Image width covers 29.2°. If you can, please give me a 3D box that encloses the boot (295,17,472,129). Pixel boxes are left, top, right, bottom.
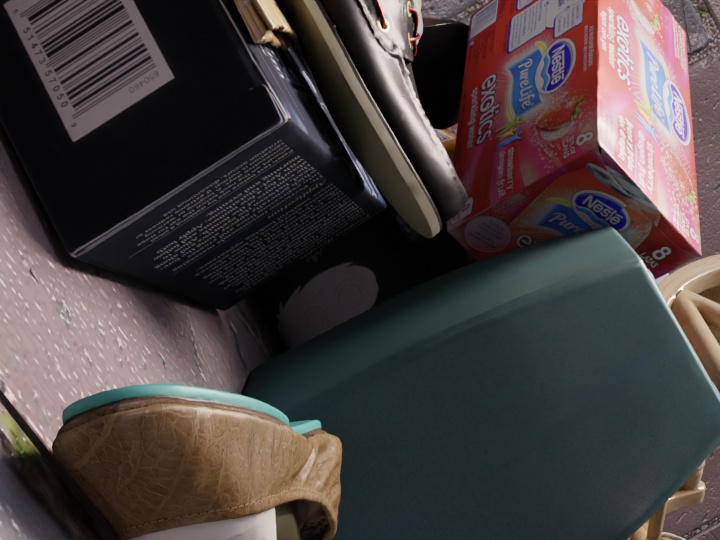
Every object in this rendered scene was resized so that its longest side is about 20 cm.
[{"bbox_3d":[-0.040,-0.144,0.864,0.199,0.069,0.187,25,27,34],"label":"boot"}]

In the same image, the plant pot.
[{"bbox_3d":[0.061,0.072,0.656,0.142,0.199,0.141,57,7,-8],"label":"plant pot"}]

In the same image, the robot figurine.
[{"bbox_3d":[0.002,-0.001,0.833,0.124,0.150,0.201,20,39,-58],"label":"robot figurine"}]

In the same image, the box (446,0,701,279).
[{"bbox_3d":[0.119,-0.081,0.764,0.095,0.099,0.201,40,37,-27],"label":"box"}]

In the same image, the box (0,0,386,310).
[{"bbox_3d":[-0.084,-0.080,0.641,0.149,0.107,0.200,60,6,12],"label":"box"}]

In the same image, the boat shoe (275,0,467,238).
[{"bbox_3d":[-0.001,-0.112,0.633,0.203,0.063,0.074,61,-11,1],"label":"boat shoe"}]

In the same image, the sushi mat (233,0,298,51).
[{"bbox_3d":[-0.084,-0.181,0.571,0.201,0.012,0.096,59,7,-2],"label":"sushi mat"}]

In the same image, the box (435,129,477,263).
[{"bbox_3d":[0.060,-0.023,0.891,0.200,0.041,0.120,-138,-145,-61],"label":"box"}]

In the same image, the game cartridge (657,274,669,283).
[{"bbox_3d":[0.183,0.075,0.976,0.133,0.040,0.202,30,65,-65],"label":"game cartridge"}]

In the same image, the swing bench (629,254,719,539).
[{"bbox_3d":[0.219,0.131,0.794,0.200,0.129,0.201,45,-36,46],"label":"swing bench"}]

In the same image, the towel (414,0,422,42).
[{"bbox_3d":[-0.015,-0.222,0.740,0.200,0.048,0.173,-114,-170,-61],"label":"towel"}]

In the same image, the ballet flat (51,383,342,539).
[{"bbox_3d":[-0.045,0.084,0.480,0.200,0.067,0.073,47,33,-76],"label":"ballet flat"}]
